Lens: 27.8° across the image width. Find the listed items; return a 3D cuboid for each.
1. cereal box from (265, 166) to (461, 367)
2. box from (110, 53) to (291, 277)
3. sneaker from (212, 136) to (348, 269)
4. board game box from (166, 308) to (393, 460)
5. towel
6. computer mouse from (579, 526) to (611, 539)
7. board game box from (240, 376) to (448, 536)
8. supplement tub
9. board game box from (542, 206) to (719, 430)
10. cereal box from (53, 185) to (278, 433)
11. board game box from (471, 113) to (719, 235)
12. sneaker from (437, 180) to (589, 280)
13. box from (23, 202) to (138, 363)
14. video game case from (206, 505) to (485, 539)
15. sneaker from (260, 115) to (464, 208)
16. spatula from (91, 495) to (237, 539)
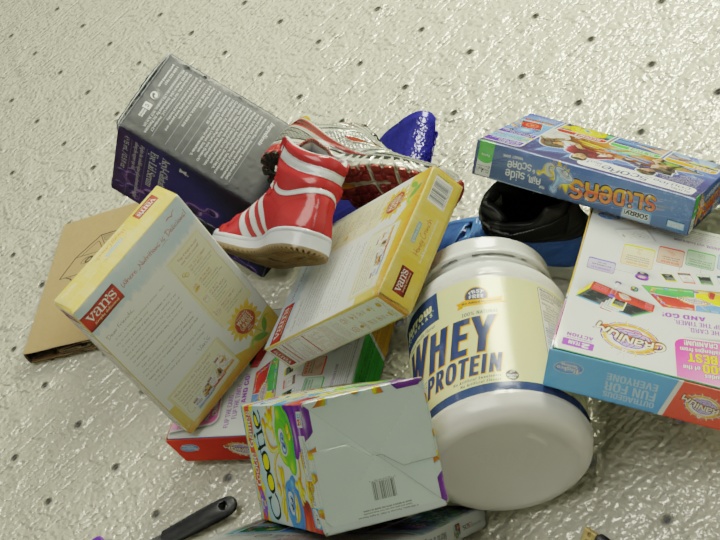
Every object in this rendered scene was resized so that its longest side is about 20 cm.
[{"bbox_3d":[0.000,0.000,1.313,0.200,0.039,0.144,-28,33,54],"label":"cereal box"},{"bbox_3d":[-0.148,-0.106,1.515,0.199,0.148,0.105,31,65,2],"label":"box"},{"bbox_3d":[-0.075,-0.064,1.373,0.200,0.071,0.113,0,74,60],"label":"sneaker"},{"bbox_3d":[-0.078,0.107,1.412,0.199,0.040,0.154,-6,50,31],"label":"board game box"},{"bbox_3d":[0.015,-0.057,1.494,0.147,0.049,0.201,-27,38,44],"label":"towel"},{"bbox_3d":[0.129,0.248,1.148,0.200,0.046,0.141,26,71,46],"label":"computer mouse"},{"bbox_3d":[-0.020,0.149,1.194,0.104,0.104,0.200,-11,-2,-19],"label":"board game box"},{"bbox_3d":[0.114,0.085,1.232,0.144,0.145,0.201,-21,44,17],"label":"supplement tub"},{"bbox_3d":[0.242,0.033,1.182,0.152,0.040,0.200,14,40,11],"label":"board game box"},{"bbox_3d":[-0.173,0.039,1.345,0.039,0.200,0.144,24,68,45],"label":"cereal box"},{"bbox_3d":[0.217,-0.090,1.298,0.199,0.035,0.135,18,23,23],"label":"board game box"},{"bbox_3d":[0.126,-0.046,1.367,0.199,0.111,0.077,5,56,38],"label":"sneaker"},{"bbox_3d":[-0.299,0.009,1.680,0.163,0.021,0.201,-13,47,25],"label":"box"},{"bbox_3d":[-0.023,0.222,1.199,0.199,0.182,0.024,-7,90,30],"label":"video game case"},{"bbox_3d":[0.007,-0.107,1.408,0.199,0.078,0.082,17,52,15],"label":"sneaker"},{"bbox_3d":[-0.203,0.260,1.384,0.199,0.021,0.057,-26,55,9],"label":"spatula"}]
